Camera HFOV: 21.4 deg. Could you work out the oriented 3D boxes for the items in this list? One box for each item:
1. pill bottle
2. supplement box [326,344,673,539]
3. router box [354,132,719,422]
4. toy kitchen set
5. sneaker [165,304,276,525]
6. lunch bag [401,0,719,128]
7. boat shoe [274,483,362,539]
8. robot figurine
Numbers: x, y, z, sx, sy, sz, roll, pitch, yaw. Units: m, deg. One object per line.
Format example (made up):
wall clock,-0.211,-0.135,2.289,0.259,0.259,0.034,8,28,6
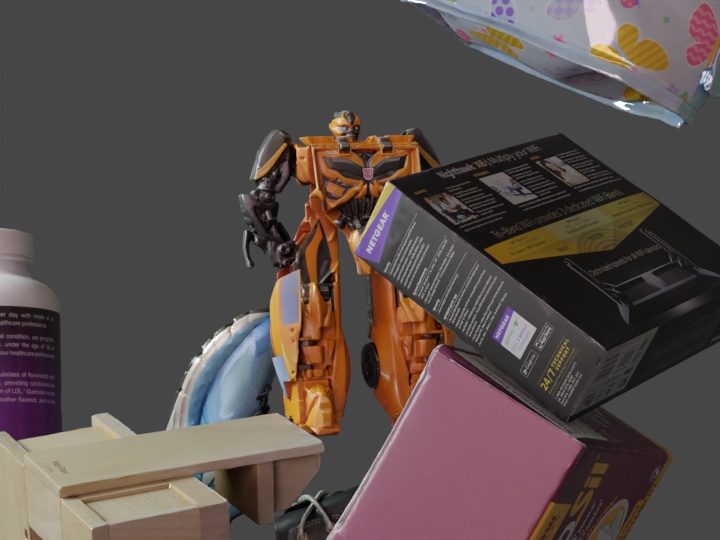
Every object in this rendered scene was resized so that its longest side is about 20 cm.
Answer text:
pill bottle,-0.257,0.076,1.285,0.112,0.112,0.201,-5,81,22
supplement box,0.085,0.129,1.084,0.103,0.200,0.131,33,97,23
router box,0.116,-0.003,1.087,0.157,0.200,0.052,39,121,23
toy kitchen set,-0.110,0.188,1.139,0.200,0.162,0.182,21,117,62
sneaker,-0.078,0.114,1.234,0.090,0.078,0.201,28,103,14
lunch bag,0.153,-0.189,1.140,0.199,0.127,0.170,24,91,34
boat shoe,-0.021,0.171,1.185,0.068,0.072,0.200,41,102,-14
robot figurine,0.000,0.000,1.185,0.144,0.058,0.202,-3,89,-21
